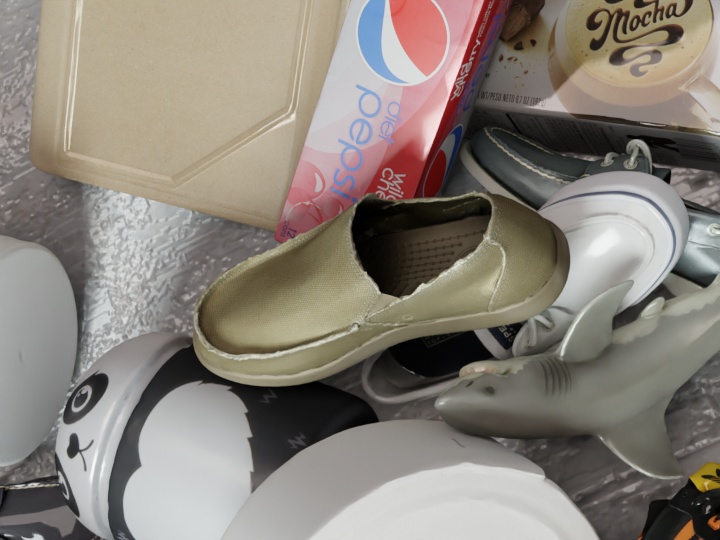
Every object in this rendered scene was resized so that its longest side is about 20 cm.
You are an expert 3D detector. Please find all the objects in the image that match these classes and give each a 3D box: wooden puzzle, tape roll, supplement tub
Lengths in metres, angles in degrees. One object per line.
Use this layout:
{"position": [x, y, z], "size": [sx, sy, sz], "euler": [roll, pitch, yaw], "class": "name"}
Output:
{"position": [-0.098, -0.127, 0.916], "size": [0.199, 0.037, 0.186], "euler": [16, 113, 16], "class": "wooden puzzle"}
{"position": [0.023, 0.176, 0.753], "size": [0.203, 0.202, 0.071], "euler": [-58, 27, -3], "class": "tape roll"}
{"position": [-0.283, 0.036, 0.919], "size": [0.199, 0.132, 0.133], "euler": [6, 78, 20], "class": "supplement tub"}

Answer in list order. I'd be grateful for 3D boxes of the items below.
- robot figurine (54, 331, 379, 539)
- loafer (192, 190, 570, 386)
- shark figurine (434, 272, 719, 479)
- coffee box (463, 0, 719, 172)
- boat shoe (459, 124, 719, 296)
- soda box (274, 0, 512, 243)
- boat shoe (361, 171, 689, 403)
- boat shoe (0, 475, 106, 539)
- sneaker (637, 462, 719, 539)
{"position": [-0.067, 0.108, 0.838], "size": [0.199, 0.125, 0.151], "euler": [19, 57, 21], "class": "robot figurine"}
{"position": [0.000, 0.000, 0.769], "size": [0.199, 0.067, 0.076], "euler": [-17, 51, 18], "class": "loafer"}
{"position": [0.152, 0.051, 0.768], "size": [0.214, 0.128, 0.090], "euler": [-27, 67, 6], "class": "shark figurine"}
{"position": [0.115, -0.128, 0.865], "size": [0.199, 0.080, 0.114], "euler": [10, 82, 20], "class": "coffee box"}
{"position": [0.148, -0.037, 0.828], "size": [0.199, 0.073, 0.062], "euler": [29, 112, 16], "class": "boat shoe"}
{"position": [0.022, -0.096, 0.812], "size": [0.070, 0.063, 0.201], "euler": [25, 116, 13], "class": "soda box"}
{"position": [0.080, 0.020, 0.805], "size": [0.074, 0.065, 0.200], "euler": [49, 129, -6], "class": "boat shoe"}
{"position": [-0.226, 0.162, 0.911], "size": [0.199, 0.063, 0.073], "euler": [-16, 71, 14], "class": "boat shoe"}
{"position": [0.164, 0.127, 0.706], "size": [0.070, 0.200, 0.091], "euler": [2, 72, -9], "class": "sneaker"}
